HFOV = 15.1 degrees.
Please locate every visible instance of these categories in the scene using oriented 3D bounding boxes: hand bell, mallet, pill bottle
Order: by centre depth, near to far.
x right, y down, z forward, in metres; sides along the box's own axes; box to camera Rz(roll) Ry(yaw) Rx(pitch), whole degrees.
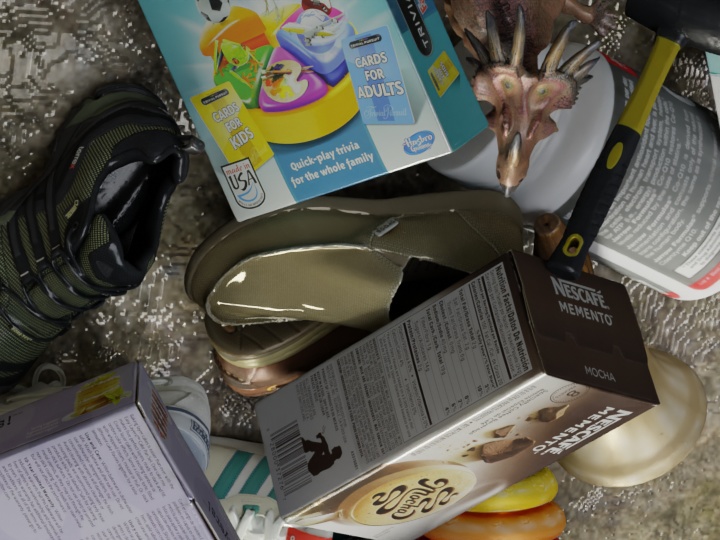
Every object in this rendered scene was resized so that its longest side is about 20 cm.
[{"bbox_3d":[0.161,-0.080,1.511,0.066,0.041,0.201,16,70,7],"label":"mallet"},{"bbox_3d":[0.142,-0.067,1.620,0.200,0.114,0.114,24,98,-31],"label":"pill bottle"},{"bbox_3d":[0.136,0.034,1.630,0.104,0.104,0.200,-37,139,-8],"label":"hand bell"}]

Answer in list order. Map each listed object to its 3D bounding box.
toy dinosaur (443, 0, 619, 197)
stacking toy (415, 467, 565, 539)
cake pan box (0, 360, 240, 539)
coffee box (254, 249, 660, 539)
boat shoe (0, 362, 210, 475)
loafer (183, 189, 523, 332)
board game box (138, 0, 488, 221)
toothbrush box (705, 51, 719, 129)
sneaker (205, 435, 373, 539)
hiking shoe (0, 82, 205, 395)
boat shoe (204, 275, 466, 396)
[{"bbox_3d":[0.073,-0.155,1.476,0.086,0.136,0.200,-27,101,15],"label":"toy dinosaur"},{"bbox_3d":[0.078,0.115,1.681,0.116,0.110,0.201,-3,100,-13],"label":"stacking toy"},{"bbox_3d":[-0.161,0.168,1.513,0.184,0.052,0.200,-22,118,12],"label":"cake pan box"},{"bbox_3d":[0.054,0.075,1.543,0.200,0.080,0.113,-32,150,31],"label":"coffee box"},{"bbox_3d":[-0.182,0.092,1.557,0.201,0.086,0.075,-12,124,12],"label":"boat shoe"},{"bbox_3d":[0.000,0.000,1.543,0.199,0.068,0.076,-11,141,-5],"label":"loafer"},{"bbox_3d":[-0.040,-0.141,1.456,0.047,0.151,0.200,-38,107,-53],"label":"board game box"},{"bbox_3d":[0.255,-0.188,1.599,0.146,0.085,0.201,-54,134,-52],"label":"toothbrush box"},{"bbox_3d":[-0.061,0.148,1.621,0.199,0.093,0.071,3,109,-26],"label":"sneaker"},{"bbox_3d":[-0.165,-0.009,1.506,0.076,0.101,0.200,30,95,-31],"label":"hiking shoe"},{"bbox_3d":[0.003,0.017,1.621,0.200,0.072,0.068,-22,143,-13],"label":"boat shoe"}]
